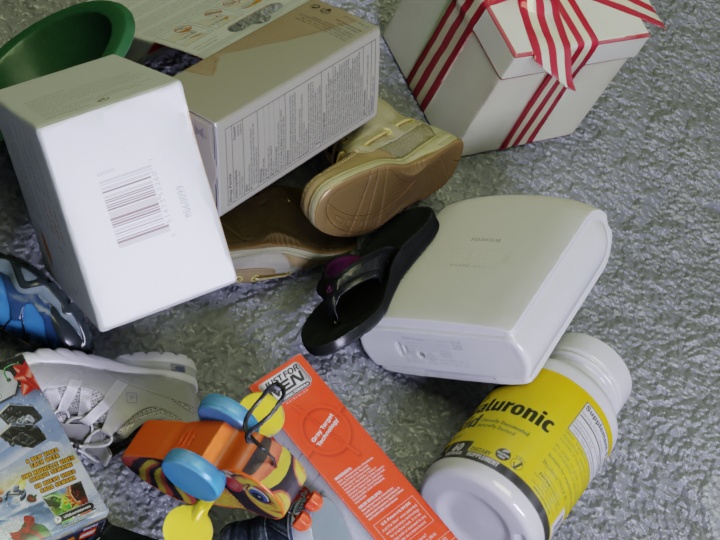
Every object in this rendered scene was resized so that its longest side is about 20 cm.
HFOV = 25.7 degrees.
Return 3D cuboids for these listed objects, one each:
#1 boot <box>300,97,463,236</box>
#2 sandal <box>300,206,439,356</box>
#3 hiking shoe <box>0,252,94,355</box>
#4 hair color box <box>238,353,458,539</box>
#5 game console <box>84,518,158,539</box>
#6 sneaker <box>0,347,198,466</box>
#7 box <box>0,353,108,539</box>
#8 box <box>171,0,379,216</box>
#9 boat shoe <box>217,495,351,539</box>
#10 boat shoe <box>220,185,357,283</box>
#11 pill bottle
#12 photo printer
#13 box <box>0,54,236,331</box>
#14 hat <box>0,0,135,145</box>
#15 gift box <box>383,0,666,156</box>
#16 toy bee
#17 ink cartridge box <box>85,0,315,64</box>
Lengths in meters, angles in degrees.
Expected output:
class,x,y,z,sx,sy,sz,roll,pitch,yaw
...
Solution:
class,x,y,z,sx,sy,sz,roll,pitch,yaw
boot,-0.022,-0.111,1.392,0.155,0.073,0.200,36,40,23
sandal,-0.001,0.000,1.334,0.048,0.075,0.201,59,41,-23
hiking shoe,-0.300,0.024,1.223,0.200,0.074,0.087,34,68,7
hair color box,-0.019,0.173,1.213,0.061,0.102,0.200,-32,75,-37
game console,-0.224,0.221,1.075,0.170,0.119,0.200,12,46,29
sneaker,-0.210,0.108,1.190,0.199,0.075,0.082,-3,59,-25
box,-0.290,0.151,1.064,0.200,0.040,0.137,-20,67,-30
box,-0.076,-0.136,1.292,0.078,0.095,0.200,29,45,29
boat shoe,-0.034,0.267,1.170,0.071,0.091,0.201,-26,97,-62
boat shoe,-0.087,-0.025,1.337,0.200,0.066,0.074,1,55,-47
pill bottle,0.143,0.142,1.297,0.111,0.111,0.200,40,51,6
photo printer,0.114,0.007,1.352,0.166,0.070,0.200,4,40,36
box,-0.185,-0.064,1.156,0.106,0.200,0.153,-21,110,-16
hat,-0.231,-0.101,1.346,0.176,0.165,0.200,58,47,-37
gift box,0.160,-0.223,1.501,0.184,0.187,0.200,-19,66,-31
toy bee,-0.087,0.149,1.116,0.109,0.200,0.131,45,79,-19
ink cartridge box,-0.143,-0.218,1.392,0.200,0.050,0.162,22,43,35
